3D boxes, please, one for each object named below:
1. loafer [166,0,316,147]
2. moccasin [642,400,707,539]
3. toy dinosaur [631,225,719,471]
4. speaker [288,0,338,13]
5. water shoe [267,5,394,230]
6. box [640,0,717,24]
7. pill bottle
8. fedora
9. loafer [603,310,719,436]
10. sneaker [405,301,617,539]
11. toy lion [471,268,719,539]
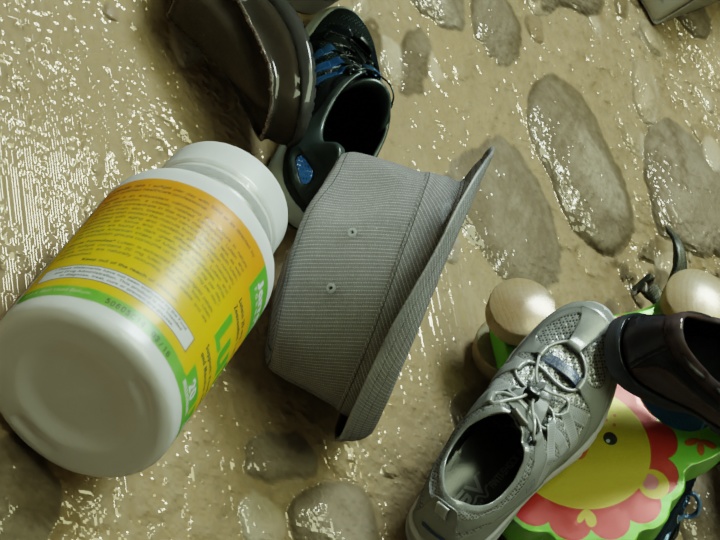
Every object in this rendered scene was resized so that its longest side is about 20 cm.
[{"bbox_3d":[-0.090,-0.159,1.432,0.071,0.073,0.200,-13,62,-25],"label":"loafer"},{"bbox_3d":[0.181,0.159,1.520,0.200,0.080,0.068,-48,132,-34],"label":"moccasin"},{"bbox_3d":[0.225,0.066,1.643,0.102,0.077,0.200,39,34,-45],"label":"toy dinosaur"},{"bbox_3d":[0.020,-0.247,1.501,0.081,0.200,0.081,24,54,-39],"label":"speaker"},{"bbox_3d":[-0.004,-0.108,1.477,0.071,0.079,0.200,37,42,-27],"label":"water shoe"},{"bbox_3d":[0.308,-0.309,1.948,0.200,0.109,0.128,-26,86,-53],"label":"box"},{"bbox_3d":[-0.114,0.013,1.241,0.111,0.111,0.200,49,38,-13],"label":"pill bottle"},{"bbox_3d":[0.000,0.000,1.355,0.090,0.177,0.201,23,84,-1],"label":"fedora"},{"bbox_3d":[0.246,0.068,1.440,0.200,0.063,0.072,17,64,-34],"label":"loafer"},{"bbox_3d":[0.105,0.096,1.390,0.075,0.082,0.200,32,67,9],"label":"sneaker"},{"bbox_3d":[0.161,0.099,1.474,0.199,0.069,0.192,-4,59,-14],"label":"toy lion"}]
